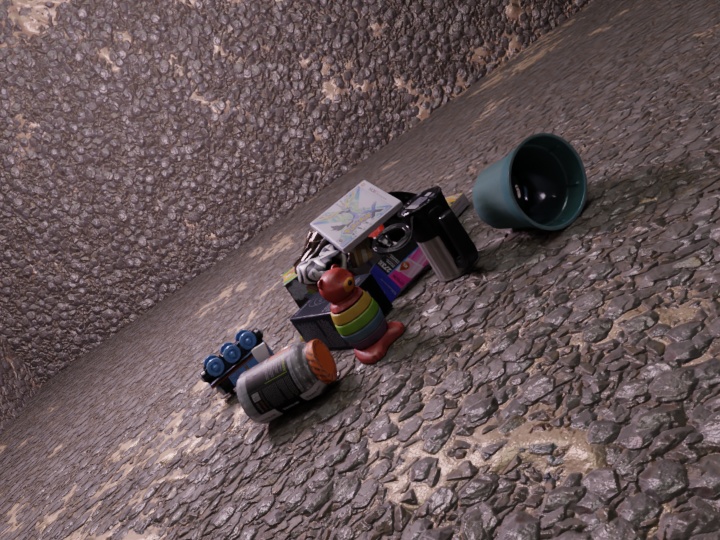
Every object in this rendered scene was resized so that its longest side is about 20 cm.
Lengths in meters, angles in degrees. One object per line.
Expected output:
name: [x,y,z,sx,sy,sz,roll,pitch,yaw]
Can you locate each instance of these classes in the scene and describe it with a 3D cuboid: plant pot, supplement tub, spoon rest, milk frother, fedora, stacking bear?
plant pot: [0.357,-0.179,1.376,0.200,0.201,0.196,-40,10,-17]
supplement tub: [-0.155,0.234,1.330,0.198,0.123,0.123,-30,17,17]
spoon rest: [-0.179,0.207,1.463,0.099,0.061,0.199,-31,-19,18]
milk frother: [0.148,-0.052,1.409,0.199,0.189,0.181,-33,16,6]
fedora: [0.116,-0.136,1.693,0.197,0.093,0.202,6,33,-4]
stacking bear: [-0.015,0.083,1.332,0.121,0.201,0.113,-45,20,-32]

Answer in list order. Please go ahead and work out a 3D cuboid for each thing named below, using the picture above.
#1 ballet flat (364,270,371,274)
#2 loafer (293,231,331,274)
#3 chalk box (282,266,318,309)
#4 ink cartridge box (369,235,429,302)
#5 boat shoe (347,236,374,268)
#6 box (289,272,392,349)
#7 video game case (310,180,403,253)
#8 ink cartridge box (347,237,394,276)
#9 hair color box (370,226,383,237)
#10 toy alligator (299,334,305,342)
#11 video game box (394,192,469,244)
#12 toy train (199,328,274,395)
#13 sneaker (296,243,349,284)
ballet flat: [0.052,0.013,1.611,0.199,0.071,0.071,-39,17,-5]
loafer: [-0.120,-0.072,1.729,0.200,0.071,0.073,-48,-25,10]
chalk box: [-0.116,0.020,1.836,0.199,0.126,0.124,-34,17,0]
ink cartridge box: [0.101,-0.012,1.554,0.200,0.095,0.037,-43,-16,-21]
boat shoe: [0.005,-0.067,1.668,0.075,0.072,0.201,-17,28,4]
box: [-0.049,0.104,1.505,0.199,0.108,0.149,-12,28,51]
video game case: [-0.013,-0.145,1.630,0.199,0.022,0.182,-40,40,-11]
ink cartridge box: [0.000,0.000,1.730,0.200,0.086,0.147,-42,19,-25]
hair color box: [0.007,-0.116,1.986,0.198,0.062,0.101,-18,2,27]
toy alligator: [-0.134,0.148,1.656,0.053,0.060,0.200,8,7,-10]
video game box: [0.195,-0.144,1.817,0.182,0.047,0.199,-48,21,-28]
toy train: [-0.324,0.243,1.643,0.199,0.115,0.086,-40,14,-17]
sneaker: [-0.060,-0.021,1.628,0.128,0.081,0.198,0,15,39]
